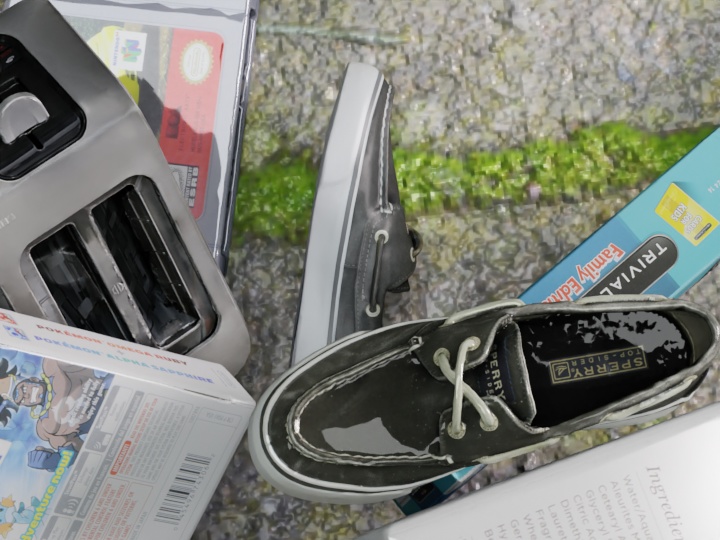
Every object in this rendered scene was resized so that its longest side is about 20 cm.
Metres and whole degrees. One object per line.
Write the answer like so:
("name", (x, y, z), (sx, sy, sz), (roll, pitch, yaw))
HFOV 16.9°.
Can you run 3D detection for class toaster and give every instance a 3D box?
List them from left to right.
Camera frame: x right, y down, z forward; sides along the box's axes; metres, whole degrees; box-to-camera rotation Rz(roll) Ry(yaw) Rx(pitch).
("toaster", (-0.166, 0.010, 1.103), (0.180, 0.201, 0.119), (-33, 40, -12))

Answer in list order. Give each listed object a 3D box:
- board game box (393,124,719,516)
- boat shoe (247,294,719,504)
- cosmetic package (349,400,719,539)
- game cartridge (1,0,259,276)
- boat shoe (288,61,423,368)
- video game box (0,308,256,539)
("board game box", (0.094, 0.028, 1.118), (0.200, 0.151, 0.047), (-39, 84, -13))
("boat shoe", (0.051, 0.045, 0.999), (0.198, 0.064, 0.071), (-14, 80, -10))
("cosmetic package", (0.098, 0.171, 1.088), (0.199, 0.165, 0.166), (-18, 82, -21))
("game cartridge", (-0.124, -0.076, 1.225), (0.132, 0.041, 0.202), (6, 86, 9))
("boat shoe", (0.000, 0.000, 1.197), (0.056, 0.069, 0.202), (8, 92, -3))
("video game box", (-0.166, 0.116, 1.056), (0.047, 0.181, 0.201), (43, 110, 47))
